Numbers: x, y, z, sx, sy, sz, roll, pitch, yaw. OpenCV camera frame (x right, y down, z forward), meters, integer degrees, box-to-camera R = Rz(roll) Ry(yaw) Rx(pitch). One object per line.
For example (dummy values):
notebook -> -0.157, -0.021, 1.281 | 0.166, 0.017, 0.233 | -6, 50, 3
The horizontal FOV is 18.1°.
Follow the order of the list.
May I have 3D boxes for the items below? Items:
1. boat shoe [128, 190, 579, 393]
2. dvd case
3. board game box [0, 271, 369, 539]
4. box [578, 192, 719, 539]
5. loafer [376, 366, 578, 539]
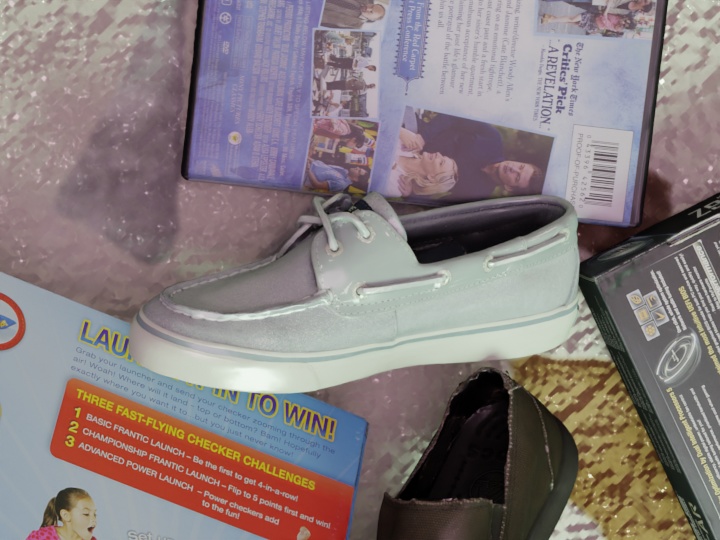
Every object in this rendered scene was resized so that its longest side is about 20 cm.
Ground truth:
boat shoe -> 0.001, 0.000, 0.916 | 0.201, 0.070, 0.072 | -7, 114, -27
dvd case -> 0.030, -0.099, 0.960 | 0.200, 0.018, 0.143 | 6, 94, -7
board game box -> -0.108, 0.114, 0.873 | 0.200, 0.056, 0.196 | 23, 50, -16
box -> 0.206, 0.054, 0.983 | 0.160, 0.044, 0.200 | -27, 98, -4
loafer -> 0.025, 0.119, 0.899 | 0.073, 0.200, 0.071 | -2, 135, 29
